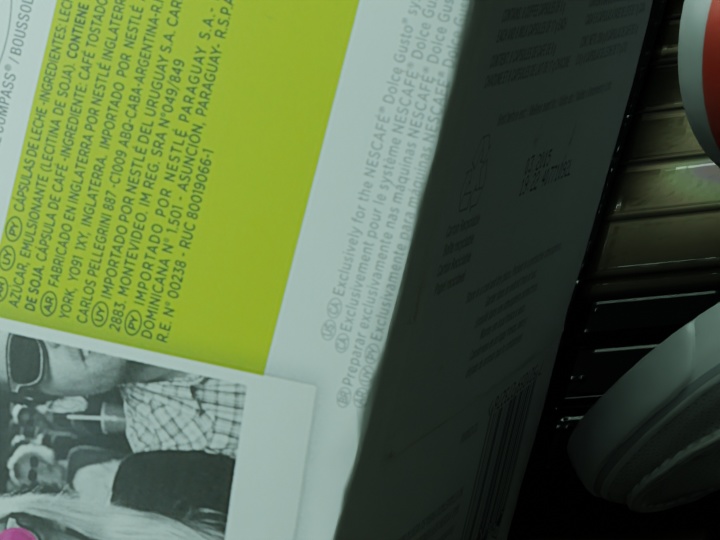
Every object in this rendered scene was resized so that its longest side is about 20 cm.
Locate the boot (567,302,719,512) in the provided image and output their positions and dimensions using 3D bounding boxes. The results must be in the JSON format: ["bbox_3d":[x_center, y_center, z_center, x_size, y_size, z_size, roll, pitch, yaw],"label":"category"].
[{"bbox_3d":[0.155,0.041,0.647,0.200,0.074,0.096,-34,65,26],"label":"boot"}]

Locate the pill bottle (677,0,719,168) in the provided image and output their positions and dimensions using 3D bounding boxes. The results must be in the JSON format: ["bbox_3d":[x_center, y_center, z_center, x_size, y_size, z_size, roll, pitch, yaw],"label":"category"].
[{"bbox_3d":[0.205,-0.062,0.736,0.112,0.113,0.200,-38,36,-27],"label":"pill bottle"}]

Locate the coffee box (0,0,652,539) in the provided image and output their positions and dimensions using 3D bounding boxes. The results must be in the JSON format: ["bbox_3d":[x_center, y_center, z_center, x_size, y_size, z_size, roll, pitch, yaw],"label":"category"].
[{"bbox_3d":[-0.056,-0.012,0.615,0.198,0.200,0.200,17,13,16],"label":"coffee box"}]
